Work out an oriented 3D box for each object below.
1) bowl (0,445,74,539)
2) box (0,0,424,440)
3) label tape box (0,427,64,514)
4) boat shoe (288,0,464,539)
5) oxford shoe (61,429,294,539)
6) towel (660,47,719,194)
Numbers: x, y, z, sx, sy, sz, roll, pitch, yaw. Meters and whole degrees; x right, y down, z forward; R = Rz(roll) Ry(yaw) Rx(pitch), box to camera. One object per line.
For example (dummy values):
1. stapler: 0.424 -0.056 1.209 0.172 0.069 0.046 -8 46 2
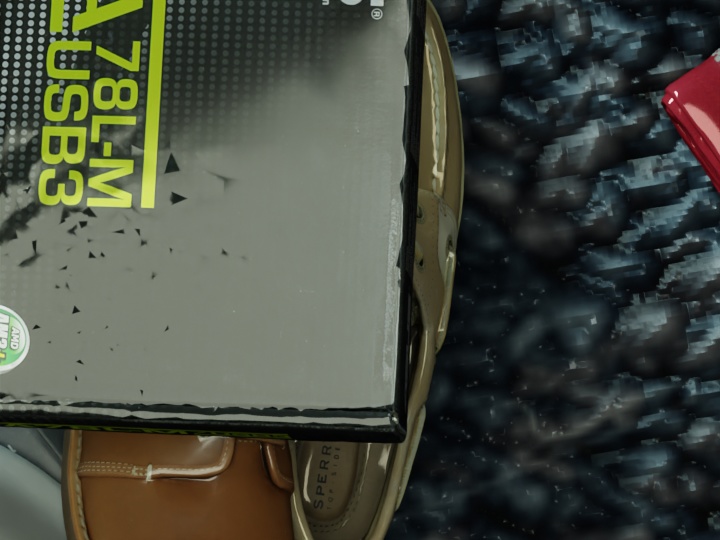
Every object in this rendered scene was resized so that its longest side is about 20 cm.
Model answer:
1. bowl: -0.161 0.145 0.813 0.200 0.090 0.203 0 90 6
2. box: -0.077 -0.053 0.802 0.192 0.048 0.201 2 81 8
3. label tape box: -0.160 0.085 0.889 0.144 0.063 0.200 -38 87 6
4. boat shoe: 0.000 0.000 0.882 0.072 0.065 0.201 8 88 -11
5. oxford shoe: -0.050 0.054 0.834 0.071 0.071 0.201 -43 55 38
6. towel: 0.217 -0.054 0.900 0.199 0.022 0.145 -34 82 -1
